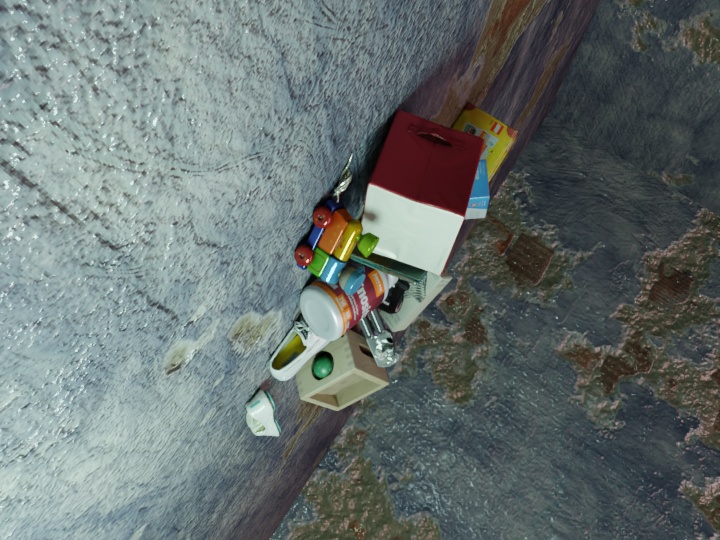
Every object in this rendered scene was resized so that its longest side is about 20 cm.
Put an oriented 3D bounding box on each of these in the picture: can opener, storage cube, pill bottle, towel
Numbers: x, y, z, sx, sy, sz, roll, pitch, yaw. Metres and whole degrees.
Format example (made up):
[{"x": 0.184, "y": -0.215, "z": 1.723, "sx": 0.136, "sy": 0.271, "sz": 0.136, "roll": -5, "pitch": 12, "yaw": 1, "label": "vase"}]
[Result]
[{"x": 0.029, "y": 0.118, "z": 1.286, "sx": 0.052, "sy": 0.205, "sz": 0.067, "roll": -20, "pitch": -165, "yaw": 12, "label": "can opener"}, {"x": 0.103, "y": -0.131, "z": 1.028, "sx": 0.202, "sy": 0.166, "sz": 0.183, "roll": 103, "pitch": 7, "yaw": -55, "label": "storage cube"}, {"x": -0.016, "y": 0.038, "z": 1.147, "sx": 0.199, "sy": 0.113, "sz": 0.114, "roll": -36, "pitch": 158, "yaw": -35, "label": "pill bottle"}, {"x": 0.065, "y": -0.051, "z": 1.130, "sx": 0.147, "sy": 0.196, "sz": 0.022, "roll": -48, "pitch": 144, "yaw": -31, "label": "towel"}]

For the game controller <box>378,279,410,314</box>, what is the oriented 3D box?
[{"x": 0.063, "y": 0.040, "z": 1.362, "sx": 0.107, "sy": 0.041, "sz": 0.199, "roll": -64, "pitch": 153, "yaw": -2, "label": "game controller"}]

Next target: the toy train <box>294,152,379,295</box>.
[{"x": -0.016, "y": -0.069, "z": 0.943, "sx": 0.203, "sy": 0.114, "sz": 0.084, "roll": -61, "pitch": 167, "yaw": 19, "label": "toy train"}]

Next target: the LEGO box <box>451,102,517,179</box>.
[{"x": 0.280, "y": -0.294, "z": 1.480, "sx": 0.203, "sy": 0.147, "sz": 0.077, "roll": -55, "pitch": 167, "yaw": -6, "label": "LEGO box"}]

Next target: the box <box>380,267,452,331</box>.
[{"x": 0.135, "y": 0.058, "z": 1.479, "sx": 0.201, "sy": 0.083, "sz": 0.068, "roll": -51, "pitch": 156, "yaw": 25, "label": "box"}]

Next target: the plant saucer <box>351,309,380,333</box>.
[{"x": -0.001, "y": 0.127, "z": 1.434, "sx": 0.200, "sy": 0.035, "sz": 0.200, "roll": -44, "pitch": 175, "yaw": -5, "label": "plant saucer"}]

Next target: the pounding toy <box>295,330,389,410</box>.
[{"x": -0.049, "y": 0.196, "z": 1.314, "sx": 0.181, "sy": 0.145, "sz": 0.199, "roll": -30, "pitch": 145, "yaw": 20, "label": "pounding toy"}]

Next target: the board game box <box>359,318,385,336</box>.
[{"x": -0.015, "y": 0.196, "z": 1.639, "sx": 0.159, "sy": 0.096, "sz": 0.203, "roll": -45, "pitch": 163, "yaw": -43, "label": "board game box"}]

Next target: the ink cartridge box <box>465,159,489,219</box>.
[{"x": 0.170, "y": -0.162, "z": 1.245, "sx": 0.145, "sy": 0.193, "sz": 0.087, "roll": 51, "pitch": 35, "yaw": -77, "label": "ink cartridge box"}]

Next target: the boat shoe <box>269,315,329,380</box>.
[{"x": -0.112, "y": 0.128, "z": 1.176, "sx": 0.202, "sy": 0.074, "sz": 0.087, "roll": -45, "pitch": 162, "yaw": -14, "label": "boat shoe"}]

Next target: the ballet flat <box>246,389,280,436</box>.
[{"x": -0.215, "y": 0.318, "z": 1.262, "sx": 0.070, "sy": 0.068, "sz": 0.202, "roll": -50, "pitch": 161, "yaw": -27, "label": "ballet flat"}]
